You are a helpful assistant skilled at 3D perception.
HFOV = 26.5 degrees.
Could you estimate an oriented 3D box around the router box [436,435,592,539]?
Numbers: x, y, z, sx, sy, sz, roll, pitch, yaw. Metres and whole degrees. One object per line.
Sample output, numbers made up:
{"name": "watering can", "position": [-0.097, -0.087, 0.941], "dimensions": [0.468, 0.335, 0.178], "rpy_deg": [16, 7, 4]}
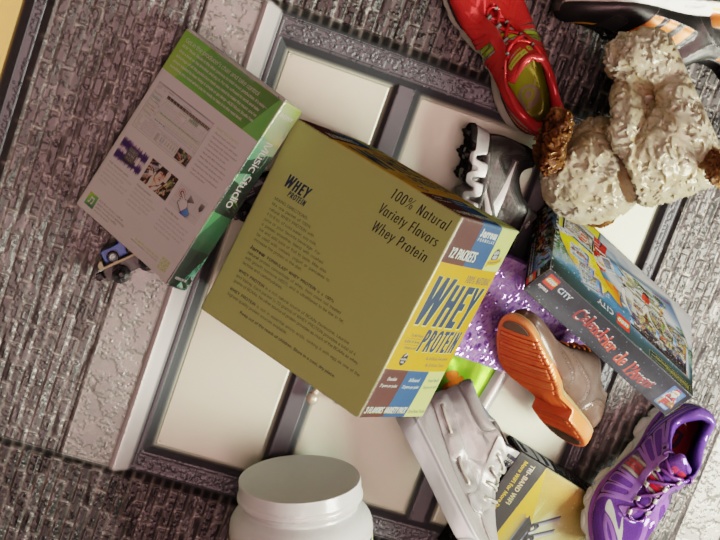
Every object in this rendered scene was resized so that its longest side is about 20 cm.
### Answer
{"name": "router box", "position": [0.168, 0.299, 1.615], "dimensions": [0.157, 0.052, 0.201], "rpy_deg": [31, 98, -16]}

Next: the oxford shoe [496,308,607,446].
{"name": "oxford shoe", "position": [0.192, 0.091, 1.516], "dimensions": [0.073, 0.071, 0.200], "rpy_deg": [-52, 138, -19]}

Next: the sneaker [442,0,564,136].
{"name": "sneaker", "position": [0.145, -0.217, 1.456], "dimensions": [0.077, 0.085, 0.201], "rpy_deg": [-31, 108, -2]}

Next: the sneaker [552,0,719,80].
{"name": "sneaker", "position": [0.281, -0.225, 1.485], "dimensions": [0.199, 0.070, 0.091], "rpy_deg": [2, 101, -12]}

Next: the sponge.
{"name": "sponge", "position": [0.150, 0.046, 1.517], "dimensions": [0.199, 0.030, 0.112], "rpy_deg": [21, 103, -39]}

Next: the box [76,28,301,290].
{"name": "box", "position": [-0.160, -0.103, 1.415], "dimensions": [0.201, 0.144, 0.036], "rpy_deg": [-56, 149, 9]}

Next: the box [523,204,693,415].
{"name": "box", "position": [0.248, 0.033, 1.511], "dimensions": [0.200, 0.137, 0.038], "rpy_deg": [41, 122, -15]}

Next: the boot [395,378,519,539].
{"name": "boot", "position": [0.120, 0.210, 1.534], "dimensions": [0.095, 0.074, 0.201], "rpy_deg": [-27, 90, 0]}

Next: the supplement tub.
{"name": "supplement tub", "position": [-0.058, 0.300, 1.528], "dimensions": [0.144, 0.145, 0.202], "rpy_deg": [-4, 106, -9]}

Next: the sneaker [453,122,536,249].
{"name": "sneaker", "position": [0.127, -0.040, 1.510], "dimensions": [0.090, 0.066, 0.202], "rpy_deg": [9, 101, -9]}

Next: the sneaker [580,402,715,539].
{"name": "sneaker", "position": [0.296, 0.214, 1.566], "dimensions": [0.080, 0.083, 0.201], "rpy_deg": [38, 70, -13]}

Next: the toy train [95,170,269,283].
{"name": "toy train", "position": [-0.169, -0.044, 1.476], "dimensions": [0.199, 0.034, 0.046], "rpy_deg": [-27, 104, -2]}

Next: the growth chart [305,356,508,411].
{"name": "growth chart", "position": [0.059, 0.096, 1.561], "dimensions": [0.199, 0.018, 0.146], "rpy_deg": [18, 100, -15]}

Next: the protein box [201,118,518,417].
{"name": "protein box", "position": [0.000, 0.000, 1.416], "dimensions": [0.198, 0.135, 0.201], "rpy_deg": [32, 101, 26]}

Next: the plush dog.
{"name": "plush dog", "position": [0.253, -0.102, 1.452], "dimensions": [0.171, 0.161, 0.200], "rpy_deg": [-24, 138, 13]}
